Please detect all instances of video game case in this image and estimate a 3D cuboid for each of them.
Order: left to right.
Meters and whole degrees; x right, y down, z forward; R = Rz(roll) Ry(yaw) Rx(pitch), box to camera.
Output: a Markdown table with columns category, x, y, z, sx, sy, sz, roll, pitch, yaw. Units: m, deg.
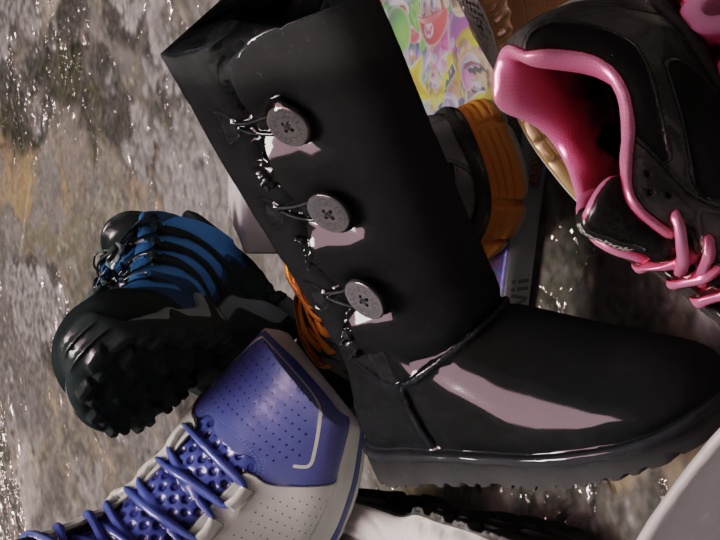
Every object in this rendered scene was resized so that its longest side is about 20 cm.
| category | x | y | z | sx | sy | sz | roll | pitch | yaw |
| --- | --- | --- | --- | --- | --- | --- | --- | --- | --- |
| video game case | 0.039 | -0.089 | 0.945 | 0.143 | 0.018 | 0.200 | 37 | 127 | 53 |

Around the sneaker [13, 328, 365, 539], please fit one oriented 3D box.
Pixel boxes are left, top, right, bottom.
| category | x | y | z | sx | sy | sz | roll | pitch | yaw |
| --- | --- | --- | --- | --- | --- | --- | --- | --- | --- |
| sneaker | -0.089 | 0.121 | 0.927 | 0.081 | 0.115 | 0.200 | 46 | 112 | 28 |

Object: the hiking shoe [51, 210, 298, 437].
| category | x | y | z | sx | sy | sz | roll | pitch | yaw |
| --- | --- | --- | --- | --- | --- | --- | --- | --- | --- |
| hiking shoe | -0.095 | 0.017 | 0.961 | 0.074 | 0.200 | 0.087 | -42 | 80 | 12 |

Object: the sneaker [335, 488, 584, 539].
| category | x | y | z | sx | sy | sz | roll | pitch | yaw |
| --- | --- | --- | --- | --- | --- | --- | --- | --- | --- |
| sneaker | 0.020 | 0.137 | 0.956 | 0.200 | 0.074 | 0.080 | 6 | 90 | 61 |

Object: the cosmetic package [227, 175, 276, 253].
| category | x | y | z | sx | sy | sz | roll | pitch | yaw |
| --- | --- | --- | --- | --- | --- | --- | --- | --- | --- |
| cosmetic package | -0.033 | -0.114 | 1.020 | 0.083 | 0.051 | 0.201 | -125 | 36 | -72 |

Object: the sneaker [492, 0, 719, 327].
| category | x | y | z | sx | sy | sz | roll | pitch | yaw |
| --- | --- | --- | --- | --- | --- | --- | --- | --- | --- |
| sneaker | 0.114 | -0.013 | 0.720 | 0.200 | 0.095 | 0.079 | 55 | 141 | 17 |

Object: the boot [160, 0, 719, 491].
| category | x | y | z | sx | sy | sz | roll | pitch | yaw |
| --- | --- | --- | --- | --- | --- | --- | --- | --- | --- |
| boot | 0.033 | -0.019 | 0.803 | 0.165 | 0.066 | 0.200 | -11 | 111 | 34 |

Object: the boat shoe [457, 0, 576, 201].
| category | x | y | z | sx | sy | sz | roll | pitch | yaw |
| --- | --- | --- | --- | --- | --- | --- | --- | --- | --- |
| boat shoe | 0.078 | -0.096 | 0.828 | 0.200 | 0.071 | 0.069 | 62 | -173 | 12 |

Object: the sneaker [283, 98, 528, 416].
| category | x | y | z | sx | sy | sz | roll | pitch | yaw |
| --- | --- | --- | --- | --- | --- | --- | --- | --- | --- |
| sneaker | 0.000 | 0.000 | 0.938 | 0.078 | 0.077 | 0.200 | 63 | 147 | 30 |

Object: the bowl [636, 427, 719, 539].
| category | x | y | z | sx | sy | sz | roll | pitch | yaw |
| --- | --- | --- | --- | --- | --- | --- | --- | --- | --- |
| bowl | 0.190 | 0.088 | 0.584 | 0.200 | 0.075 | 0.200 | 41 | 138 | 9 |
